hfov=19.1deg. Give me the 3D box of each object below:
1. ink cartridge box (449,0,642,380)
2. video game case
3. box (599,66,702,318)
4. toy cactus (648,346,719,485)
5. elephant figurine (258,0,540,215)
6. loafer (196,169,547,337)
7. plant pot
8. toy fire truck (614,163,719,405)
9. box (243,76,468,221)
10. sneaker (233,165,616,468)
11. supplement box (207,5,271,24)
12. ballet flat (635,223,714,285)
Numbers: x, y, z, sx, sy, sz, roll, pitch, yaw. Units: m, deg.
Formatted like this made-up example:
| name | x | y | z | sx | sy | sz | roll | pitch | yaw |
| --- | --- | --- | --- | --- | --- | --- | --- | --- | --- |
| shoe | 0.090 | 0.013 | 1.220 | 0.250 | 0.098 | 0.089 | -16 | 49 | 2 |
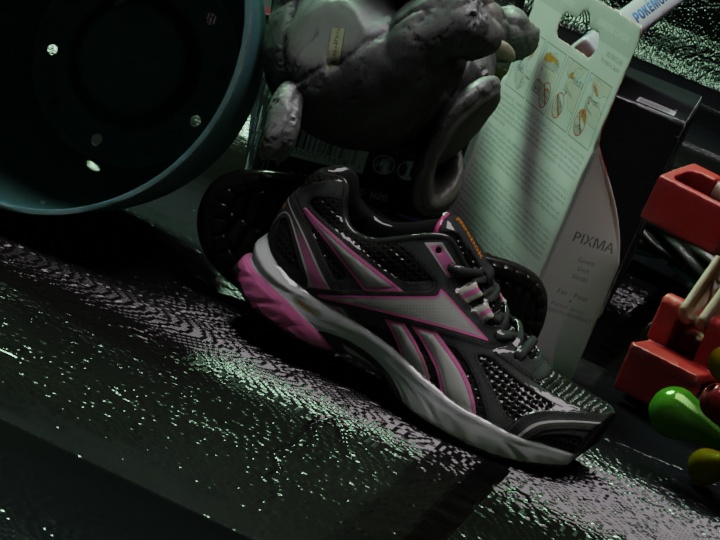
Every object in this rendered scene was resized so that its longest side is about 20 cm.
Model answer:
| name | x | y | z | sx | sy | sz | roll | pitch | yaw |
| --- | --- | --- | --- | --- | --- | --- | --- | --- | --- |
| ink cartridge box | 0.113 | -0.058 | 1.231 | 0.050 | 0.201 | 0.161 | 19 | 13 | -21 |
| video game case | 0.117 | -0.116 | 1.427 | 0.022 | 0.200 | 0.182 | 53 | 34 | 0 |
| box | 0.168 | -0.061 | 1.465 | 0.079 | 0.142 | 0.200 | 22 | 13 | 8 |
| toy cactus | 0.247 | 0.104 | 1.071 | 0.200 | 0.102 | 0.165 | 27 | 21 | -14 |
| elephant figurine | 0.027 | -0.101 | 1.146 | 0.200 | 0.155 | 0.142 | 63 | 11 | -64 |
| loafer | 0.000 | 0.000 | 1.137 | 0.199 | 0.073 | 0.071 | 22 | 2 | -21 |
| plant pot | -0.139 | -0.124 | 1.129 | 0.200 | 0.201 | 0.161 | 24 | 1 | 9 |
| toy fire truck | 0.204 | 0.015 | 1.215 | 0.049 | 0.141 | 0.200 | 28 | 15 | 28 |
| box | -0.001 | -0.109 | 1.320 | 0.122 | 0.106 | 0.200 | 14 | 33 | -8 |
| sneaker | 0.039 | 0.019 | 1.035 | 0.200 | 0.087 | 0.080 | 30 | 15 | 2 |
| supplement box | -0.162 | -0.206 | 1.698 | 0.109 | 0.061 | 0.200 | 31 | 17 | 32 |
| ballet flat | 0.233 | -0.028 | 1.594 | 0.200 | 0.069 | 0.068 | 27 | 3 | 20 |
